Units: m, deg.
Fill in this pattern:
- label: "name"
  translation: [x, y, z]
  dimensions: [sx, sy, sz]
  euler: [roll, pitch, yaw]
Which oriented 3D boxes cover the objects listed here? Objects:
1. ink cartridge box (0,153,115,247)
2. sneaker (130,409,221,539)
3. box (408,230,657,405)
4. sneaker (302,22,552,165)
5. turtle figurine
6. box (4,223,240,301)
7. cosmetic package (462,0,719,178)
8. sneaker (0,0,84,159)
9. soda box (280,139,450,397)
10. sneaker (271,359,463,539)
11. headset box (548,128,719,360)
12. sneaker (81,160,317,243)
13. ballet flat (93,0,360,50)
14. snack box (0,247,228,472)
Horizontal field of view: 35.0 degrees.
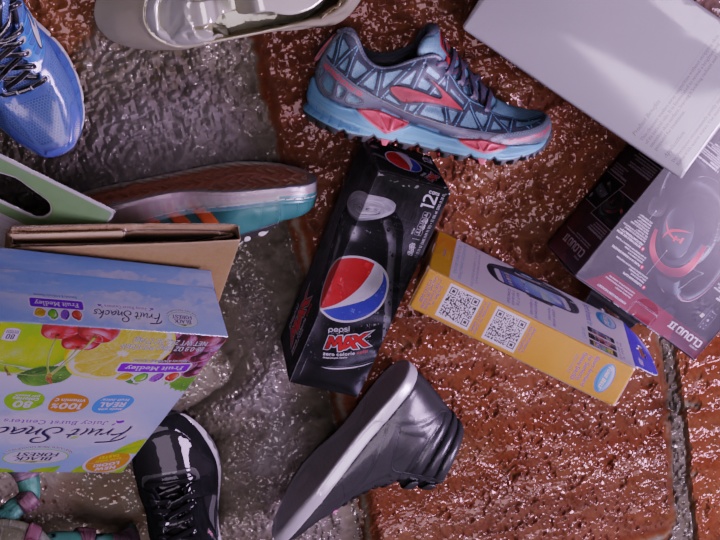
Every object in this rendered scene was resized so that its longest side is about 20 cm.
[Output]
- label: "ink cartridge box"
  translation: [-0.281, -0.023, 0.843]
  dimensions: [0.145, 0.048, 0.200]
  euler: [27, 126, -20]
- label: "sneaker"
  translation: [-0.150, 0.218, 0.985]
  dimensions: [0.076, 0.088, 0.200]
  euler: [-12, 114, -6]
- label: "box"
  translation: [0.139, 0.040, 0.917]
  dimensions: [0.200, 0.119, 0.042]
  euler: [28, 108, 0]
- label: "sneaker"
  translation: [0.061, -0.139, 0.880]
  dimensions: [0.200, 0.079, 0.096]
  euler: [8, 109, -14]
- label: "turtle figurine"
  translation: [-0.294, 0.232, 0.962]
  dimensions: [0.200, 0.101, 0.150]
  euler: [30, 104, -27]
- label: "box"
  translation: [-0.190, 0.035, 0.867]
  dimensions: [0.163, 0.021, 0.200]
  euler: [-3, 143, -24]
- label: "cosmetic package"
  translation: [0.187, -0.171, 0.853]
  dimensions: [0.200, 0.081, 0.113]
  euler: [37, 103, 2]
- label: "sneaker"
  translation: [-0.261, -0.163, 0.800]
  dimensions: [0.078, 0.089, 0.200]
  euler: [-26, 115, 2]
- label: "soda box"
  translation: [0.000, 0.000, 0.920]
  dimensions: [0.063, 0.071, 0.200]
  euler: [14, 116, -18]
- label: "sneaker"
  translation: [0.012, 0.182, 1.010]
  dimensions: [0.099, 0.071, 0.200]
  euler: [39, 97, -18]
- label: "headset box"
  translation: [0.269, -0.032, 0.967]
  dimensions: [0.149, 0.075, 0.200]
  euler: [32, 103, -21]
- label: "sneaker"
  translation: [-0.129, -0.033, 0.896]
  dimensions: [0.200, 0.071, 0.080]
  euler: [-8, 115, 1]
- label: "ballet flat"
  translation: [-0.095, -0.197, 0.832]
  dimensions: [0.200, 0.069, 0.070]
  euler: [-11, 114, -6]
- label: "snack box"
  translation: [-0.216, 0.074, 0.828]
  dimensions: [0.168, 0.068, 0.200]
  euler: [6, 141, -35]
